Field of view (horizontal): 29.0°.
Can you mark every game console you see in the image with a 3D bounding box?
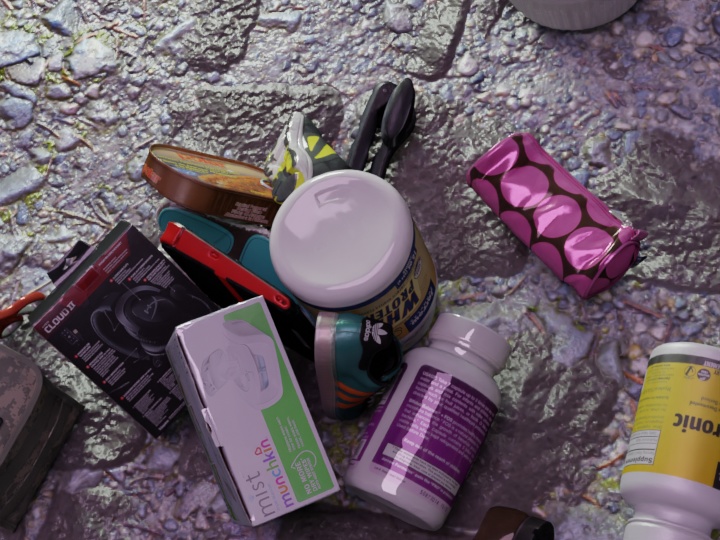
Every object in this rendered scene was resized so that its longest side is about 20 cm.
[{"bbox_3d":[-0.111,0.027,1.440,0.177,0.200,0.031,28,78,23],"label":"game console"}]

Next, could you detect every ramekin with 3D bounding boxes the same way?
[{"bbox_3d":[0.240,-0.366,1.569,0.200,0.105,0.200,-5,66,12],"label":"ramekin"}]

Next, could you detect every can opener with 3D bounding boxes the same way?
[{"bbox_3d":[0.009,-0.121,1.551,0.063,0.079,0.200,20,83,13],"label":"can opener"}]

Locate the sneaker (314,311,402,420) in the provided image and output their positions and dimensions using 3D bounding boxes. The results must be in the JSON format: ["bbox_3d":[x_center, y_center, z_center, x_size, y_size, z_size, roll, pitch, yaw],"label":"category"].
[{"bbox_3d":[0.003,0.102,1.384,0.080,0.200,0.071,4,66,7],"label":"sneaker"}]

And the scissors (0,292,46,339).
[{"bbox_3d":[-0.401,0.052,1.517,0.073,0.200,0.014,-41,84,8],"label":"scissors"}]

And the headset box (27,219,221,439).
[{"bbox_3d":[-0.241,0.054,1.471,0.200,0.077,0.149,45,82,-16],"label":"headset box"}]

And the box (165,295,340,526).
[{"bbox_3d":[-0.113,0.142,1.364,0.097,0.176,0.200,-21,84,-14],"label":"box"}]

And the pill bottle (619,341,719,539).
[{"bbox_3d":[0.308,0.178,1.317,0.111,0.111,0.200,11,72,19],"label":"pill bottle"}]

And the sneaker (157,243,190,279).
[{"bbox_3d":[-0.215,0.004,1.549,0.073,0.071,0.200,23,75,22],"label":"sneaker"}]

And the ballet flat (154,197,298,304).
[{"bbox_3d":[-0.128,-0.036,1.529,0.200,0.072,0.072,30,76,-3],"label":"ballet flat"}]

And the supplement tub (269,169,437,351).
[{"bbox_3d":[0.000,0.000,1.423,0.144,0.200,0.145,-5,66,13],"label":"supplement tub"}]

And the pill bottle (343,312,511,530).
[{"bbox_3d":[0.073,0.148,1.391,0.112,0.112,0.200,22,75,22],"label":"pill bottle"}]

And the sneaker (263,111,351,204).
[{"bbox_3d":[-0.054,-0.108,1.531,0.085,0.200,0.075,24,113,-16],"label":"sneaker"}]

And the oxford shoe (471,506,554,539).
[{"bbox_3d":[0.106,0.319,1.340,0.084,0.073,0.200,20,67,33],"label":"oxford shoe"}]

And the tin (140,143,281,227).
[{"bbox_3d":[-0.146,-0.090,1.510,0.112,0.200,0.042,45,115,43],"label":"tin"}]

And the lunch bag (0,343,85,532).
[{"bbox_3d":[-0.401,0.164,1.459,0.118,0.200,0.164,21,74,22],"label":"lunch bag"}]

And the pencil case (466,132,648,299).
[{"bbox_3d":[0.204,-0.064,1.461,0.200,0.091,0.094,45,119,24],"label":"pencil case"}]
